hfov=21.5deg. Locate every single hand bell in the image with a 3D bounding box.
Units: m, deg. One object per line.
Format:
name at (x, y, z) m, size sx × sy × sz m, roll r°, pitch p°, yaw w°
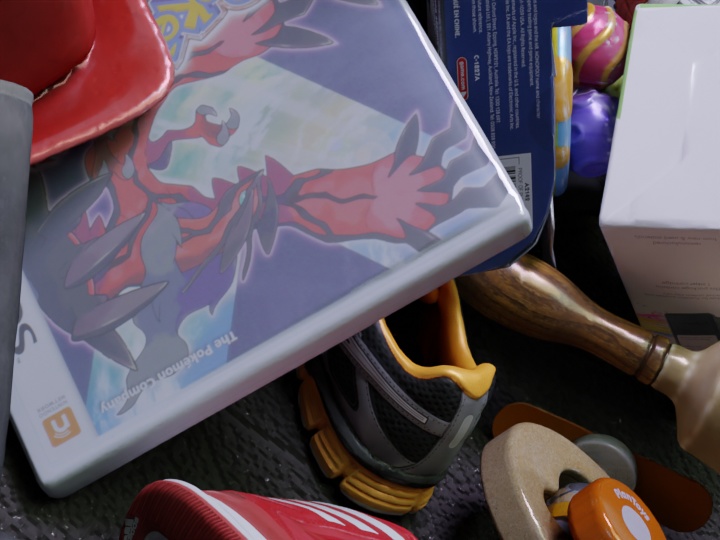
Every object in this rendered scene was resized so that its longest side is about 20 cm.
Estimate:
hand bell at (0.118, 0.036, 0.811) m, size 0.199 × 0.105 × 0.104 m, roll 26°, pitch 37°, yaw 4°

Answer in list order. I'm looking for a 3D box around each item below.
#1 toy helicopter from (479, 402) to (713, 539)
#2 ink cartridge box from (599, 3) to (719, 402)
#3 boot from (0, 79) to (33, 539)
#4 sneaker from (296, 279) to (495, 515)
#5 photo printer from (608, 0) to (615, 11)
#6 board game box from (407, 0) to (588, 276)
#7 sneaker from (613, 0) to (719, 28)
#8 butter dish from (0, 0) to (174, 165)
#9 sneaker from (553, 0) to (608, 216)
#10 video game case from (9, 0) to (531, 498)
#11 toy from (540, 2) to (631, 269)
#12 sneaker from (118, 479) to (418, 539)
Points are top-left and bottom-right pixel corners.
toy helicopter at (0.122, 0.129, 0.818) m, size 0.199 × 0.079 × 0.133 m, roll 36°, pitch 27°, yaw -30°
ink cartridge box at (0.170, -0.019, 0.883) m, size 0.200 × 0.067 × 0.118 m, roll 57°, pitch 40°, yaw -55°
boot at (-0.119, 0.042, 0.597) m, size 0.181 × 0.072 × 0.202 m, roll 13°, pitch 66°, yaw -37°
sneaker at (0.000, 0.000, 0.801) m, size 0.078 × 0.077 × 0.201 m, roll -1°, pitch 55°, yaw -43°
photo printer at (0.212, -0.102, 1.110) m, size 0.199 × 0.069 × 0.168 m, roll 17°, pitch 45°, yaw -33°
board game box at (0.042, -0.130, 0.793) m, size 0.061 × 0.202 × 0.200 m, roll -7°, pitch 24°, yaw -6°
sneaker at (0.205, -0.101, 0.966) m, size 0.199 × 0.078 × 0.083 m, roll 9°, pitch 44°, yaw -48°
butter dish at (-0.184, -0.131, 0.647) m, size 0.199 × 0.148 × 0.200 m, roll -24°, pitch 69°, yaw -19°
sneaker at (0.131, -0.091, 0.992) m, size 0.098 × 0.071 × 0.201 m, roll 14°, pitch 44°, yaw 9°
video game case at (-0.065, -0.043, 0.703) m, size 0.183 × 0.199 × 0.023 m, roll 61°, pitch 0°, yaw 21°
toy at (0.100, -0.098, 0.866) m, size 0.047 × 0.115 × 0.202 m, roll -4°, pitch 73°, yaw 4°
sneaker at (0.015, 0.133, 0.650) m, size 0.115 × 0.079 × 0.200 m, roll 1°, pitch 33°, yaw -48°
